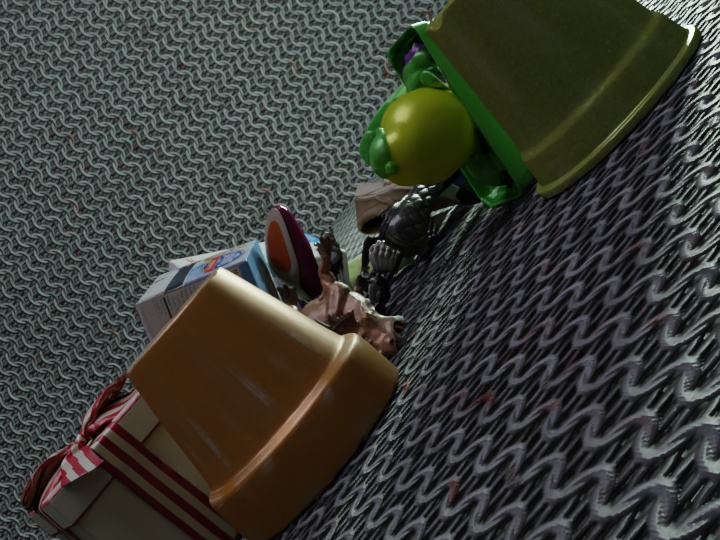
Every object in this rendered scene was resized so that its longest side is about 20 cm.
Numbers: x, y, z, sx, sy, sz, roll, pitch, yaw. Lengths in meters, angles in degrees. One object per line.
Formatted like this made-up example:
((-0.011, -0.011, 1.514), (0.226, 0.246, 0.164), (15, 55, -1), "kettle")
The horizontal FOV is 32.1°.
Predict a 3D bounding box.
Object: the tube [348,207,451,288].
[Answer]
((0.040, -0.017, 1.576), (0.200, 0.052, 0.059), (-35, 54, 51), "tube")

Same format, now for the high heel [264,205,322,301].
((-0.051, -0.003, 1.475), (0.096, 0.201, 0.067), (-33, 38, -28), "high heel")

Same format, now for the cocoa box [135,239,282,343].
((-0.155, 0.057, 1.402), (0.130, 0.134, 0.200), (-21, 8, 1), "cocoa box")

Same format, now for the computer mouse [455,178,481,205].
((0.153, -0.123, 1.470), (0.059, 0.034, 0.200), (-57, -1, 31), "computer mouse")

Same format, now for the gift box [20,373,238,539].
((-0.208, 0.209, 1.234), (0.185, 0.186, 0.200), (-52, 6, -30), "gift box")

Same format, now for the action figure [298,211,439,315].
((0.000, 0.000, 1.404), (0.118, 0.103, 0.200), (14, 42, 32), "action figure")

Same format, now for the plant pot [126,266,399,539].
((-0.098, 0.104, 1.101), (0.200, 0.183, 0.200), (-48, 6, 6), "plant pot")

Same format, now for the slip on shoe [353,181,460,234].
((0.053, -0.077, 1.531), (0.199, 0.076, 0.061), (2, 76, 56), "slip on shoe")

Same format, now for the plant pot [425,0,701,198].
((0.165, -0.200, 1.112), (0.201, 0.184, 0.200), (-48, 6, 7), "plant pot")

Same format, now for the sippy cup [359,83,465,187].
((0.089, -0.157, 1.587), (0.140, 0.130, 0.178), (-53, -13, 17), "sippy cup")

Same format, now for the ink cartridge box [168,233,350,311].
((-0.130, 0.018, 1.615), (0.198, 0.087, 0.146), (-13, 15, -21), "ink cartridge box")

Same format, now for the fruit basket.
((0.086, -0.147, 1.271), (0.216, 0.215, 0.155), (-49, 6, -9), "fruit basket")

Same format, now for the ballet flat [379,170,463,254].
((0.086, -0.084, 1.385), (0.200, 0.057, 0.067), (-52, -12, -38), "ballet flat")

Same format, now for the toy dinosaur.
((-0.039, 0.062, 1.263), (0.200, 0.085, 0.136), (-42, 34, 47), "toy dinosaur")
